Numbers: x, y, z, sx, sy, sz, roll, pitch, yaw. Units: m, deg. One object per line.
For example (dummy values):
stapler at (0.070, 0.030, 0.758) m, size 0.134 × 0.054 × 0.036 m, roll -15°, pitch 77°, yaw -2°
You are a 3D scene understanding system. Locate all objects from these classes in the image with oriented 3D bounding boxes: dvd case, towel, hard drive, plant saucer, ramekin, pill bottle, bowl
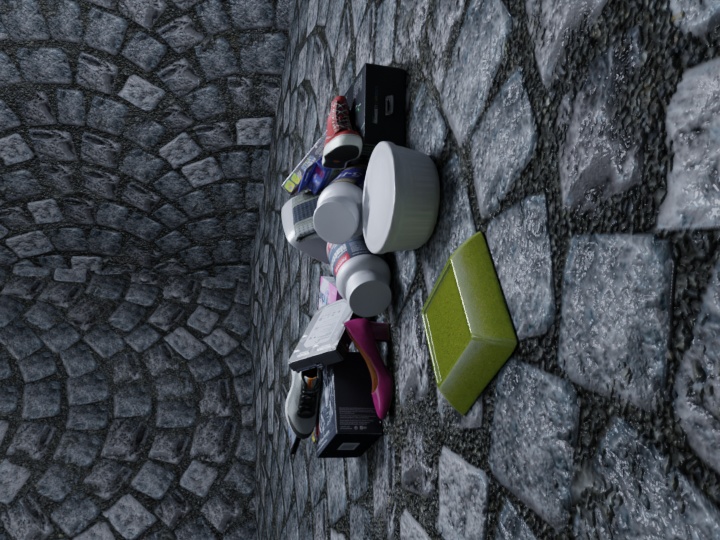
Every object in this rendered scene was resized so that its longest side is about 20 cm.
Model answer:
dvd case at (-0.226, 0.529, 2.249) m, size 0.201 × 0.017 × 0.144 m, roll 111°, pitch 156°, yaw -46°
towel at (-0.066, -0.149, 1.530) m, size 0.193 × 0.197 × 0.035 m, roll -104°, pitch -7°, yaw -55°
hard drive at (-0.069, 0.136, 1.440) m, size 0.138 × 0.038 × 0.201 m, roll -20°, pitch 26°, yaw 33°
plant saucer at (0.144, 0.078, 0.956) m, size 0.201 × 0.047 × 0.202 m, roll 111°, pitch 157°, yaw -48°
ramekin at (0.072, -0.129, 1.173) m, size 0.202 × 0.093 × 0.206 m, roll -177°, pitch 90°, yaw -74°
pill bottle at (-0.023, -0.134, 1.334) m, size 0.200 × 0.118 × 0.121 m, roll -58°, pitch -18°, yaw -60°
bowl at (-0.098, -0.108, 1.635) m, size 0.075 × 0.198 × 0.201 m, roll -52°, pitch 30°, yaw 23°
pill bottle at (0.000, 0.000, 1.363) m, size 0.201 × 0.118 × 0.121 m, roll -110°, pitch 28°, yaw -54°

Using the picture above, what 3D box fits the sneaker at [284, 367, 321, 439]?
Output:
sneaker at (-0.126, 0.279, 1.467) m, size 0.079 × 0.073 × 0.203 m, roll 168°, pitch 106°, yaw -69°

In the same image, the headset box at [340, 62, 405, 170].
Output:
headset box at (0.025, -0.321, 1.383) m, size 0.200 × 0.091 × 0.177 m, roll 151°, pitch 121°, yaw -71°

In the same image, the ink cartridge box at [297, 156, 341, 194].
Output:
ink cartridge box at (-0.061, -0.256, 1.547) m, size 0.042 × 0.199 × 0.119 m, roll 48°, pitch 154°, yaw 5°

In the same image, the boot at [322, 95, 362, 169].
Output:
boot at (-0.039, -0.296, 1.318) m, size 0.200 × 0.071 × 0.147 m, roll 177°, pitch 97°, yaw -77°

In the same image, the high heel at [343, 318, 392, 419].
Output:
high heel at (0.012, 0.200, 1.316) m, size 0.067 × 0.095 × 0.203 m, roll 127°, pitch 143°, yaw -63°

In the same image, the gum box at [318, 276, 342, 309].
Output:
gum box at (-0.058, 0.086, 1.646) m, size 0.200 × 0.065 × 0.115 m, roll -149°, pitch 65°, yaw -73°

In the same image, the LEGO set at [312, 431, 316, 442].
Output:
LEGO set at (-0.127, 0.368, 1.742) m, size 0.154 × 0.114 × 0.202 m, roll 118°, pitch 152°, yaw -56°

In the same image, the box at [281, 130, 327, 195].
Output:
box at (-0.098, -0.269, 1.560) m, size 0.200 × 0.035 × 0.110 m, roll -45°, pitch -4°, yaw 26°

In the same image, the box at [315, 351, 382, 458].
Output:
box at (-0.035, 0.304, 1.451) m, size 0.201 × 0.103 × 0.184 m, roll 118°, pitch 152°, yaw -56°
